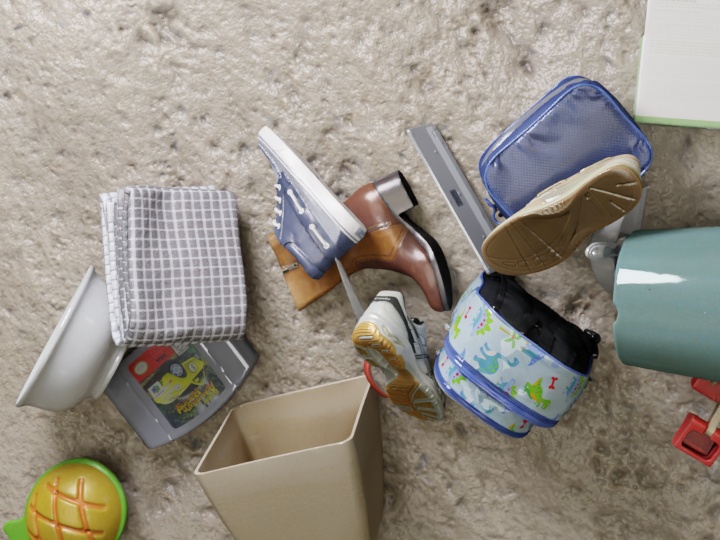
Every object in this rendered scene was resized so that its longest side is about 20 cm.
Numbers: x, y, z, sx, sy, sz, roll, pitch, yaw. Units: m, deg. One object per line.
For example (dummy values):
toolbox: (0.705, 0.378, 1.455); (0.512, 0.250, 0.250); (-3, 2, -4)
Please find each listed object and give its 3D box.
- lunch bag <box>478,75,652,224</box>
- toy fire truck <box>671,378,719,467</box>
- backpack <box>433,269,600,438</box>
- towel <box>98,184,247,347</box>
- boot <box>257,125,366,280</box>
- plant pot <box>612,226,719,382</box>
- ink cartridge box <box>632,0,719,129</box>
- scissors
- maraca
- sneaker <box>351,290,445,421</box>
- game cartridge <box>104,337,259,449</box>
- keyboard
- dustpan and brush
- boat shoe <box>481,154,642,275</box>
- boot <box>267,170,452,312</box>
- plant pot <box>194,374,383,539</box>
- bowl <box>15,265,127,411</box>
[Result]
lunch bag: (0.230, -0.123, 1.391); (0.200, 0.132, 0.136); (-40, 97, 12)
toy fire truck: (0.429, 0.116, 1.378); (0.048, 0.141, 0.202); (29, 102, 6)
backpack: (0.178, 0.106, 1.396); (0.182, 0.200, 0.148); (35, 102, 4)
towel: (-0.227, -0.009, 1.469); (0.164, 0.085, 0.203); (-2, 84, -30)
boot: (-0.085, -0.085, 1.462); (0.090, 0.073, 0.200); (-44, 64, 7)
plant pot: (0.381, 0.036, 1.275); (0.194, 0.200, 0.203); (3, 98, 25)
ink cartridge box: (0.398, -0.267, 1.381); (0.144, 0.048, 0.203); (5, 98, 10)
scissors: (0.004, 0.076, 1.461); (0.073, 0.014, 0.201); (-49, 125, -17)
maraca: (-0.394, 0.338, 1.586); (0.200, 0.107, 0.137); (-43, 81, 13)
sneaker: (0.064, 0.105, 1.460); (0.075, 0.088, 0.201); (2, 141, 32)
game cartridge: (-0.236, 0.139, 1.566); (0.200, 0.041, 0.133); (-40, 93, 13)
keyboard: (0.120, -0.089, 1.444); (0.011, 0.056, 0.201); (-35, 81, 43)
dustpan and brush: (0.292, -0.026, 1.356); (0.057, 0.199, 0.142); (13, 101, 42)
boat shoe: (0.222, -0.062, 1.306); (0.199, 0.065, 0.072); (-34, 104, 29)
boot: (0.000, 0.000, 1.485); (0.198, 0.068, 0.190); (-28, 92, 14)
plant pot: (-0.064, 0.266, 1.478); (0.198, 0.200, 0.179); (-15, 105, 13)
bowl: (-0.353, 0.102, 1.516); (0.090, 0.201, 0.202); (29, 103, -13)
